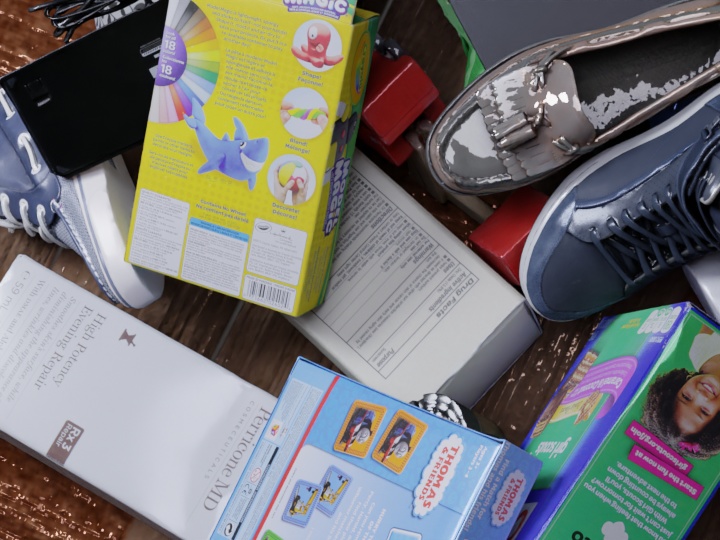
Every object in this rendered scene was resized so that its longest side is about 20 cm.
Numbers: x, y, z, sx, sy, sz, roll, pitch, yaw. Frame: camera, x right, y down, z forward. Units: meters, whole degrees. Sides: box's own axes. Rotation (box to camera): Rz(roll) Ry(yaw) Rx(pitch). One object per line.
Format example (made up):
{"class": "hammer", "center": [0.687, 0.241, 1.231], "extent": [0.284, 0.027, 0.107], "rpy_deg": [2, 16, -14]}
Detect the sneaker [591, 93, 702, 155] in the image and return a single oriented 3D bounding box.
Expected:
{"class": "sneaker", "center": [0.169, -0.157, 1.744], "extent": [0.111, 0.077, 0.201], "rpy_deg": [-1, 78, 2]}

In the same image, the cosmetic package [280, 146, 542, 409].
{"class": "cosmetic package", "center": [0.000, 0.000, 1.732], "extent": [0.105, 0.071, 0.200], "rpy_deg": [-45, 69, -3]}

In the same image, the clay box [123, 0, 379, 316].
{"class": "clay box", "center": [-0.060, -0.087, 1.664], "extent": [0.115, 0.048, 0.201], "rpy_deg": [18, 107, 18]}

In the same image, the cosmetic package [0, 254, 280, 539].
{"class": "cosmetic package", "center": [-0.138, 0.084, 1.735], "extent": [0.200, 0.074, 0.102], "rpy_deg": [27, 80, 20]}

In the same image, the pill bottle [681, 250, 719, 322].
{"class": "pill bottle", "center": [0.288, -0.021, 1.656], "extent": [0.200, 0.113, 0.113], "rpy_deg": [-32, 69, 1]}

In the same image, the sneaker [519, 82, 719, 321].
{"class": "sneaker", "center": [0.171, -0.023, 1.594], "extent": [0.202, 0.146, 0.077], "rpy_deg": [-40, 109, 15]}

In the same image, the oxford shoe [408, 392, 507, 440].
{"class": "oxford shoe", "center": [0.010, 0.155, 1.681], "extent": [0.200, 0.084, 0.073], "rpy_deg": [-39, 57, 20]}

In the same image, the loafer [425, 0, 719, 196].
{"class": "loafer", "center": [0.130, -0.102, 1.640], "extent": [0.199, 0.063, 0.072], "rpy_deg": [-25, 94, -5]}

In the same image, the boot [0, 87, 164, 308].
{"class": "boot", "center": [-0.185, -0.039, 1.779], "extent": [0.090, 0.073, 0.200], "rpy_deg": [-29, 49, 8]}

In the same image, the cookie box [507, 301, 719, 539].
{"class": "cookie box", "center": [0.129, 0.122, 1.606], "extent": [0.075, 0.171, 0.200], "rpy_deg": [35, 81, -7]}

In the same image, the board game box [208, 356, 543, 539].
{"class": "board game box", "center": [-0.003, 0.141, 1.596], "extent": [0.200, 0.037, 0.152], "rpy_deg": [20, 82, 55]}

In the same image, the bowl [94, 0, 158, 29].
{"class": "bowl", "center": [-0.094, -0.218, 1.777], "extent": [0.200, 0.094, 0.201], "rpy_deg": [-15, 51, 19]}

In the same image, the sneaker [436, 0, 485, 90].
{"class": "sneaker", "center": [0.076, -0.164, 1.773], "extent": [0.083, 0.074, 0.201], "rpy_deg": [0, 62, 13]}

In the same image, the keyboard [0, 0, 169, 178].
{"class": "keyboard", "center": [-0.113, -0.140, 1.715], "extent": [0.199, 0.104, 0.040], "rpy_deg": [-25, 24, 5]}

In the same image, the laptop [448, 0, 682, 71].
{"class": "laptop", "center": [0.122, -0.205, 1.733], "extent": [0.177, 0.103, 0.200], "rpy_deg": [-28, 35, 0]}

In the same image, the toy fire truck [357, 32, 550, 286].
{"class": "toy fire truck", "center": [0.033, -0.076, 1.734], "extent": [0.049, 0.141, 0.200], "rpy_deg": [-44, 30, -7]}
